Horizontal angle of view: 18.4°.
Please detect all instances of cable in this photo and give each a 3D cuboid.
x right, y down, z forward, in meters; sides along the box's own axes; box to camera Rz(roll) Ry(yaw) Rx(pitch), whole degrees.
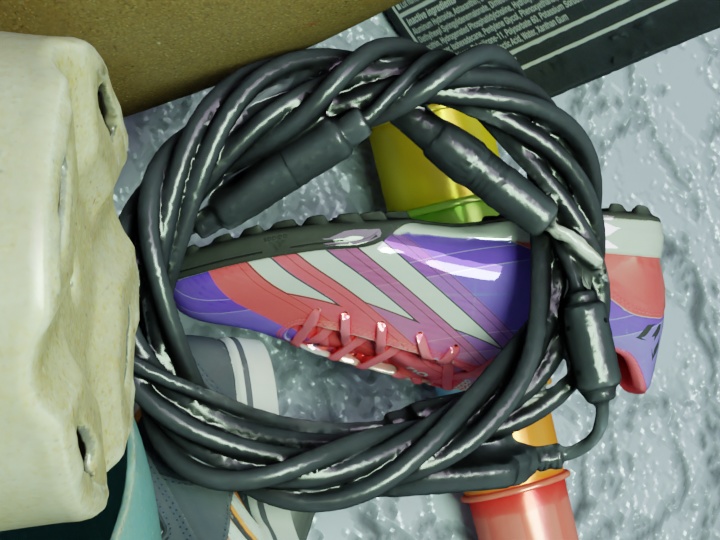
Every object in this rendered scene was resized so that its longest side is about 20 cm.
[{"bbox_3d":[0.000,0.000,0.786,0.198,0.051,0.165,-1,94,-17],"label":"cable"}]

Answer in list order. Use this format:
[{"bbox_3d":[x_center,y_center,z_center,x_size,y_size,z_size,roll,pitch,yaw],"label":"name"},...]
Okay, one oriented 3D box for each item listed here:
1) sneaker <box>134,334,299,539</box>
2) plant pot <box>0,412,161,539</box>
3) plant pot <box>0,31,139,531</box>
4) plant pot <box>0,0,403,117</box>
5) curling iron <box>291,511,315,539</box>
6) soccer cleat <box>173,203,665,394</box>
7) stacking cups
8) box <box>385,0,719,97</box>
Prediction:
[{"bbox_3d":[-0.062,0.109,0.794,0.079,0.079,0.201,4,45,-22],"label":"sneaker"},{"bbox_3d":[-0.146,0.126,0.716,0.200,0.199,0.135,-49,139,-29],"label":"plant pot"},{"bbox_3d":[-0.161,0.005,0.627,0.181,0.201,0.203,0,78,4],"label":"plant pot"},{"bbox_3d":[-0.029,-0.157,0.786,0.186,0.198,0.188,16,72,-58],"label":"plant pot"},{"bbox_3d":[-0.056,0.157,0.835,0.025,0.049,0.201,35,59,-21],"label":"curling iron"},{"bbox_3d":[0.023,0.015,0.852,0.198,0.068,0.074,-3,87,-13],"label":"soccer cleat"},{"bbox_3d":[0.052,0.030,0.922,0.060,0.060,0.202,-16,92,-33],"label":"stacking cups"},{"bbox_3d":[0.074,-0.188,0.891,0.123,0.199,0.199,-43,103,-30],"label":"box"}]
